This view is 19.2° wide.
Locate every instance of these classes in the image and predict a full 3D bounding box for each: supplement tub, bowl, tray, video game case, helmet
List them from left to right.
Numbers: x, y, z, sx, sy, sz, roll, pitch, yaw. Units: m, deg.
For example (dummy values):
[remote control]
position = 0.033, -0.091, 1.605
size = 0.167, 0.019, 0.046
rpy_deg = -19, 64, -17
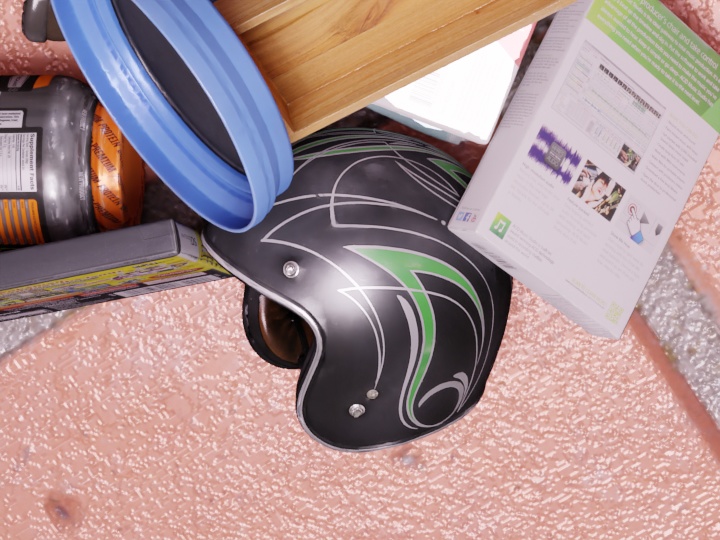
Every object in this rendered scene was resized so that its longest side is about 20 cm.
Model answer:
[supplement tub]
position = -0.249, -0.069, 1.418
size = 0.199, 0.123, 0.123
rpy_deg = 0, 108, 4
[video game case]
position = -0.196, 0.004, 1.411
size = 0.199, 0.181, 0.026
rpy_deg = -11, 84, 8
[bowl]
position = -0.112, -0.115, 1.274
size = 0.039, 0.200, 0.201
rpy_deg = -37, 104, -18
[helmet]
position = 0.000, 0.000, 1.388
size = 0.199, 0.200, 0.191
rpy_deg = -4, 116, 6
[tray]
position = 0.021, -0.160, 1.258
size = 0.199, 0.037, 0.099
rpy_deg = -25, 135, 10

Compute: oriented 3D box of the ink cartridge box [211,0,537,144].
[ink cartridge box]
position = 0.008, -0.171, 1.331
size = 0.199, 0.068, 0.117
rpy_deg = 21, 108, -3

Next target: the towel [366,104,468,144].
[towel]
position = 0.020, -0.191, 1.385
size = 0.199, 0.048, 0.172
rpy_deg = 23, 107, -4

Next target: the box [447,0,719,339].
[box]
position = 0.154, -0.077, 1.356
size = 0.144, 0.036, 0.200
rpy_deg = 35, 78, -33

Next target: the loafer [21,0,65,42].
[loafer]
position = -0.171, -0.242, 1.390
size = 0.071, 0.073, 0.201
rpy_deg = 12, 114, -10

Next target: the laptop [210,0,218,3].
[laptop]
position = -0.106, -0.248, 1.238
size = 0.103, 0.200, 0.178
rpy_deg = -35, 90, -15
